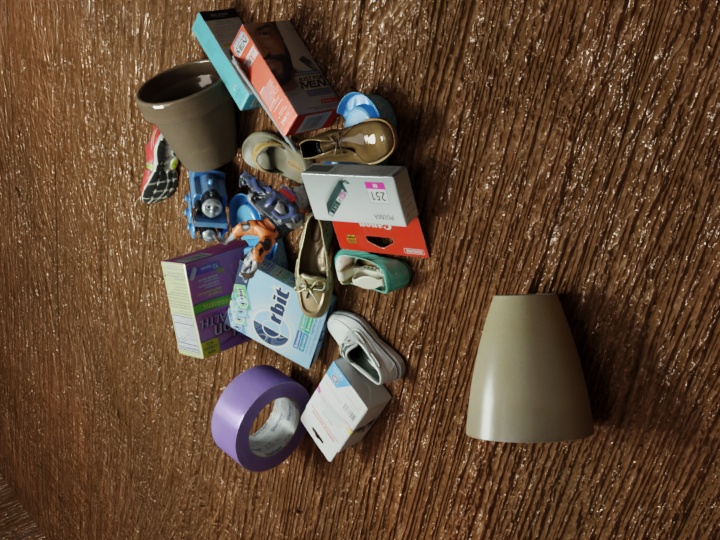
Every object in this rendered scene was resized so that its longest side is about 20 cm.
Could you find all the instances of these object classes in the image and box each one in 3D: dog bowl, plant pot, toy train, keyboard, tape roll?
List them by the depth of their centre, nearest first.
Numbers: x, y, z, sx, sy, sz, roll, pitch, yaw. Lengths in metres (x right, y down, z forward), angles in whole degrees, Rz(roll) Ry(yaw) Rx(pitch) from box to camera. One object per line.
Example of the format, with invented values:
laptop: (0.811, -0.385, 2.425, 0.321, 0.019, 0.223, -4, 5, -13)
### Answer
plant pot: (0.244, 0.136, 1.363, 0.186, 0.186, 0.202, -2, 90, 49)
dog bowl: (0.002, -0.210, 1.587, 0.111, 0.049, 0.201, 44, 133, 29)
keyboard: (-0.172, -0.298, 1.686, 0.201, 0.011, 0.056, 55, 179, -35)
plant pot: (-0.321, -0.297, 1.843, 0.199, 0.200, 0.176, 22, 140, 43)
dog bowl: (-0.202, -0.059, 1.873, 0.111, 0.049, 0.202, -2, 104, 50)
toy train: (-0.312, -0.146, 1.903, 0.201, 0.086, 0.115, -108, 25, -51)
tape roll: (-0.200, 0.302, 1.911, 0.085, 0.199, 0.202, 28, 125, 39)

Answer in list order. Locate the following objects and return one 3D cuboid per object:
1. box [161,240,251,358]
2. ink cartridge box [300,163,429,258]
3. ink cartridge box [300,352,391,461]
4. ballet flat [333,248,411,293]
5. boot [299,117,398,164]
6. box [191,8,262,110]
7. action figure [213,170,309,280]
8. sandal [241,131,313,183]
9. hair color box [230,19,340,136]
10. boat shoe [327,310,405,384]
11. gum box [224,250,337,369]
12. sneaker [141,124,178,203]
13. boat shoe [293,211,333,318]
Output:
box: (-0.299, 0.057, 1.944, 0.096, 0.175, 0.202, 6, 109, 48)
ink cartridge box: (0.007, -0.093, 1.572, 0.199, 0.044, 0.175, 7, 126, 38)
ink cartridge box: (-0.032, 0.265, 1.802, 0.115, 0.067, 0.201, 52, 137, 22)
ballet flat: (0.000, 0.000, 1.656, 0.199, 0.070, 0.068, 11, 116, 48)
boot: (-0.021, -0.202, 1.520, 0.199, 0.075, 0.074, -1, 103, 48)
box: (-0.233, -0.399, 1.758, 0.201, 0.082, 0.049, 59, 140, 15)
action figure: (-0.179, -0.096, 1.756, 0.200, 0.193, 0.105, 50, 179, 43)
sandal: (-0.168, -0.212, 1.779, 0.199, 0.054, 0.081, 27, 124, 40)
hair color box: (-0.129, -0.340, 1.638, 0.201, 0.110, 0.064, 58, 138, 15)
boat shoe: (-0.005, 0.139, 1.720, 0.199, 0.066, 0.074, 32, 127, 38)
gum box: (-0.158, 0.078, 1.835, 0.199, 0.045, 0.171, 27, 128, 10)
sneaker: (-0.451, -0.242, 2.098, 0.085, 0.076, 0.201, 53, 132, 37)
boat shoe: (-0.089, -0.010, 1.721, 0.072, 0.063, 0.202, 1, 96, 10)
